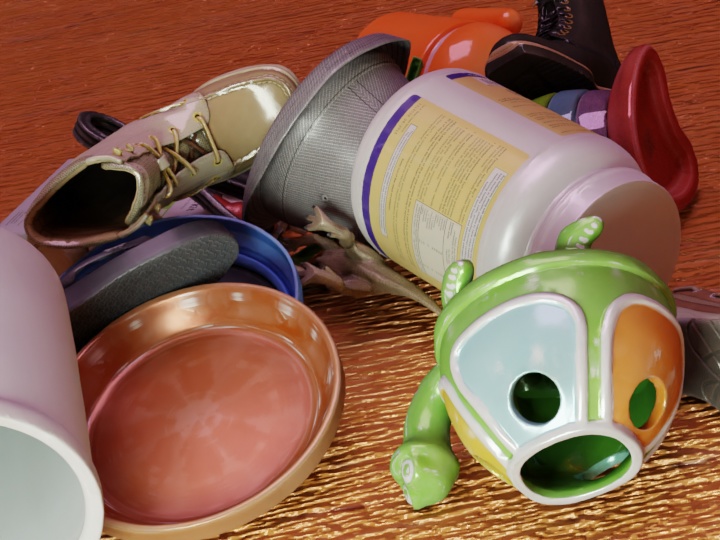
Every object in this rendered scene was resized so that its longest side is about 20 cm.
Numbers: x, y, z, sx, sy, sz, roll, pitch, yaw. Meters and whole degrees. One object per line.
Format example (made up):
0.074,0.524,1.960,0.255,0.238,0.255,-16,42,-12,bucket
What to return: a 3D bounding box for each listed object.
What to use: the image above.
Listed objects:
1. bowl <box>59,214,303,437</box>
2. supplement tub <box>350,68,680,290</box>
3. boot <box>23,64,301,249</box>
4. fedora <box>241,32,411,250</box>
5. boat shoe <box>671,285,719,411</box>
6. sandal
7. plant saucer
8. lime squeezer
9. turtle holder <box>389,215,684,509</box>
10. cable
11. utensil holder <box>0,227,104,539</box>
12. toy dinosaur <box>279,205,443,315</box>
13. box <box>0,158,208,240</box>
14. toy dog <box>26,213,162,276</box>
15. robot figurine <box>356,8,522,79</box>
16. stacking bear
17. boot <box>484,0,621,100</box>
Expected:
-0.132,0.047,1.610,0.200,0.039,0.201,-10,45,11,bowl
0.105,-0.040,1.599,0.145,0.146,0.200,-27,39,-29,supplement tub
-0.136,-0.078,1.664,0.199,0.072,0.155,-24,8,10,boot
0.000,-0.078,1.718,0.090,0.200,0.177,40,56,16,fedora
0.234,0.046,1.446,0.072,0.076,0.200,-26,27,-31,boat shoe
-0.177,0.014,1.570,0.200,0.076,0.043,-27,61,-5,sandal
-0.105,0.093,1.505,0.199,0.032,0.201,-10,46,10,plant saucer
0.008,-0.069,1.856,0.038,0.071,0.200,29,70,9,lime squeezer
0.101,0.066,1.389,0.185,0.141,0.132,-9,51,5,turtle holder
-0.135,-0.063,1.834,0.199,0.050,0.097,16,33,-3,cable
-0.250,0.089,1.432,0.169,0.170,0.200,-15,38,-3,utensil holder
0.000,0.000,1.664,0.101,0.058,0.200,25,-6,-36,toy dinosaur
-0.184,-0.051,1.945,0.199,0.041,0.156,-2,26,23,box
-0.160,-0.006,1.781,0.132,0.097,0.200,-34,41,-16,toy dog
0.065,-0.151,1.941,0.143,0.117,0.200,-17,19,-37,robot figurine
0.132,-0.077,1.750,0.199,0.122,0.114,-12,24,27,stacking bear
0.144,-0.181,1.828,0.077,0.139,0.200,-23,-24,23,boot
